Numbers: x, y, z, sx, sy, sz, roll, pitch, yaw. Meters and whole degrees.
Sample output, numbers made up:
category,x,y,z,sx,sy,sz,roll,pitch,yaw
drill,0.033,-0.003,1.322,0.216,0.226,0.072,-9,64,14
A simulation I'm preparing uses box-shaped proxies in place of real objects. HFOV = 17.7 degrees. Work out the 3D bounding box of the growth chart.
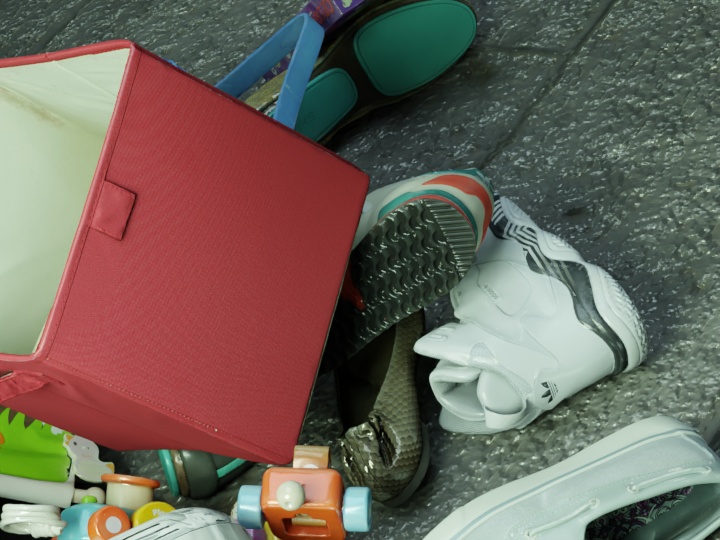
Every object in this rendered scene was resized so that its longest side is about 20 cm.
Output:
category,x,y,z,sx,sy,sz,roll,pitch,yaw
growth chart,-0.224,0.073,1.397,0.144,0.018,0.201,6,35,-19

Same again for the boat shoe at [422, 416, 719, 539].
category,x,y,z,sx,sy,sz,roll,pitch,yaw
boat shoe,0.105,0.145,1.186,0.200,0.070,0.071,-29,32,-13

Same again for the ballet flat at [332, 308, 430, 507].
category,x,y,z,sx,sy,sz,roll,pitch,yaw
ballet flat,0.004,0.059,1.365,0.067,0.046,0.201,-43,29,26

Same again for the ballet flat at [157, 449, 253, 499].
category,x,y,z,sx,sy,sz,roll,pitch,yaw
ballet flat,-0.115,0.067,1.429,0.068,0.068,0.200,-20,44,-13

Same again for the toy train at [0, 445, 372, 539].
category,x,y,z,sx,sy,sz,roll,pitch,yaw
toy train,-0.085,0.124,1.238,0.198,0.150,0.056,-1,65,11

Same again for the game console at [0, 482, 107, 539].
category,x,y,z,sx,sy,sz,roll,pitch,yaw
game console,-0.203,0.222,1.309,0.174,0.117,0.201,5,34,-12

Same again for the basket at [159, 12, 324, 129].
category,x,y,z,sx,sy,sz,roll,pitch,yaw
basket,-0.107,-0.068,1.512,0.200,0.139,0.177,-37,23,37

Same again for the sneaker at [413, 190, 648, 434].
category,x,y,z,sx,sy,sz,roll,pitch,yaw
sneaker,0.069,0.024,1.361,0.115,0.075,0.200,-33,39,-18

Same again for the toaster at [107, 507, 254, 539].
category,x,y,z,sx,sy,sz,roll,pitch,yaw
toaster,-0.108,0.210,1.155,0.199,0.114,0.130,-26,63,-1

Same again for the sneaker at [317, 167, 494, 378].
category,x,y,z,sx,sy,sz,roll,pitch,yaw
sneaker,0.000,-0.001,1.363,0.199,0.071,0.093,-30,10,33

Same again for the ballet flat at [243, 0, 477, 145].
category,x,y,z,sx,sy,sz,roll,pitch,yaw
ballet flat,-0.009,-0.139,1.638,0.199,0.071,0.071,-35,36,-16

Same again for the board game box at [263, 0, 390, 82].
category,x,y,z,sx,sy,sz,roll,pitch,yaw
board game box,-0.002,-0.195,1.641,0.120,0.032,0.200,-32,0,-18

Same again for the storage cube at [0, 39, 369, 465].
category,x,y,z,sx,sy,sz,roll,pitch,yaw
storage cube,-0.128,-0.006,1.276,0.170,0.179,0.201,-1,67,49
